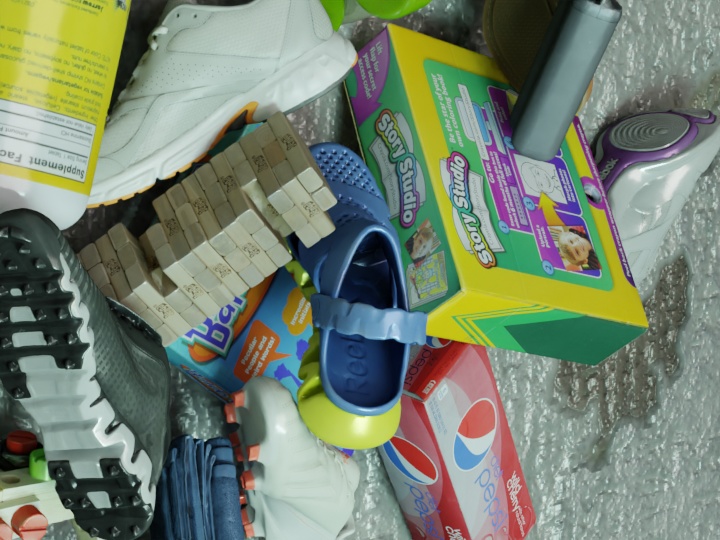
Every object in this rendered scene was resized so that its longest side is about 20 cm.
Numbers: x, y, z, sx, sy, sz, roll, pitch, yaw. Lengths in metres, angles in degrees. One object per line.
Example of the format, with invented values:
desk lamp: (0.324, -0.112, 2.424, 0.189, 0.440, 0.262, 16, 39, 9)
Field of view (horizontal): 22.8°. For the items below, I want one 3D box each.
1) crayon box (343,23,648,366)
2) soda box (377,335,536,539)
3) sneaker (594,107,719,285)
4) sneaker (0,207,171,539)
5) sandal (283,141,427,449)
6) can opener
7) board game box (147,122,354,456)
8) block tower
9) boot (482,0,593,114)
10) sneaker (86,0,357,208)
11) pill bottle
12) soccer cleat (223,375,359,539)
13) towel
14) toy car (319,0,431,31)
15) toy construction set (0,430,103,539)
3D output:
crayon box: (0.086, -0.047, 1.167, 0.172, 0.058, 0.201, 11, 53, -39)
soda box: (0.059, 0.122, 1.198, 0.070, 0.063, 0.201, -50, 139, -29)
sneaker: (0.198, -0.046, 1.329, 0.200, 0.075, 0.100, -41, 134, -23)
sneaker: (-0.147, 0.042, 0.946, 0.091, 0.066, 0.201, -66, 146, -51)
sandal: (0.000, 0.000, 1.041, 0.079, 0.087, 0.201, 3, 51, -21)
can opener: (0.125, -0.166, 1.105, 0.066, 0.053, 0.201, 17, 121, -9)
board game box: (-0.050, 0.015, 1.136, 0.200, 0.045, 0.153, 39, 72, -36)
block tower: (-0.107, -0.003, 1.013, 0.199, 0.058, 0.054, -34, 138, 5)
boot: (0.143, -0.209, 1.224, 0.155, 0.077, 0.201, -19, 79, -43)
sneaker: (-0.107, -0.111, 1.032, 0.199, 0.076, 0.092, -30, 104, -4)
pill bottle: (-0.192, -0.090, 0.959, 0.112, 0.112, 0.202, 13, 89, -40)
soccer cleat: (-0.038, 0.118, 1.093, 0.077, 0.070, 0.201, -13, 149, -9)
towel: (-0.094, 0.205, 1.055, 0.048, 0.112, 0.202, -4, 72, -15)
toy car: (0.006, -0.259, 1.086, 0.164, 0.157, 0.201, -30, 103, -44)
toy construction set: (-0.196, 0.149, 0.978, 0.199, 0.131, 0.093, 12, 101, -43)
